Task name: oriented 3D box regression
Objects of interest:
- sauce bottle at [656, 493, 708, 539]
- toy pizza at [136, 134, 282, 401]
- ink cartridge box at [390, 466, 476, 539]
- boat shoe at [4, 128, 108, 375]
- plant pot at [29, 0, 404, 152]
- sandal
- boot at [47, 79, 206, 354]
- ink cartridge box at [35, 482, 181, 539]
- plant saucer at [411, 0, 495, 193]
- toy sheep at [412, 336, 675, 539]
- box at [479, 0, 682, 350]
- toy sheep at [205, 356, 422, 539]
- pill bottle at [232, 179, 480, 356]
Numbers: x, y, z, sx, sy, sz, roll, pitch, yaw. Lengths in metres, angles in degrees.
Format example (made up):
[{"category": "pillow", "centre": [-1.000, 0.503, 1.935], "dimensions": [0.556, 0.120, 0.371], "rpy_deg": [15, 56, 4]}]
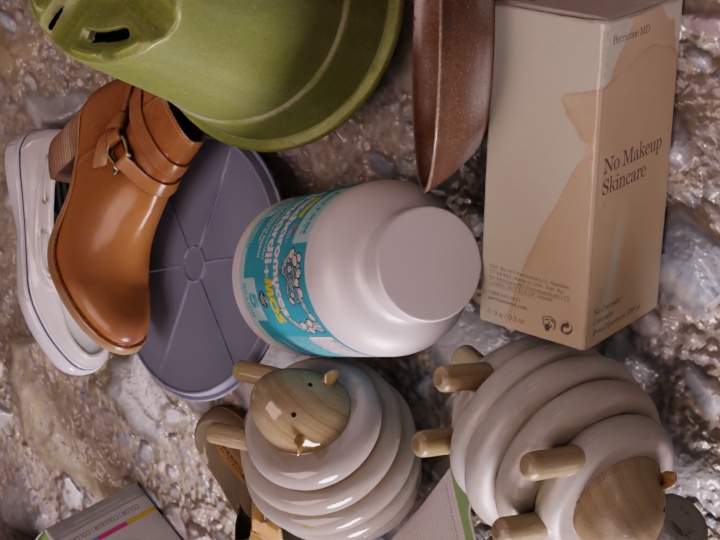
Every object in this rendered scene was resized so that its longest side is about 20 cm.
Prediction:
[{"category": "sauce bottle", "centre": [0.151, 0.214, 1.158], "dimensions": [0.066, 0.066, 0.200], "rpy_deg": [50, 134, 15]}, {"category": "toy pizza", "centre": [-0.111, -0.004, 1.303], "dimensions": [0.200, 0.032, 0.200], "rpy_deg": [-5, 83, 48]}, {"category": "ink cartridge box", "centre": [0.067, 0.221, 1.198], "dimensions": [0.200, 0.048, 0.146], "rpy_deg": [-54, 35, 39]}, {"category": "boat shoe", "centre": [-0.231, -0.014, 1.396], "dimensions": [0.067, 0.074, 0.200], "rpy_deg": [-7, 101, 44]}, {"category": "plant pot", "centre": [-0.105, -0.178, 1.103], "dimensions": [0.200, 0.190, 0.200], "rpy_deg": [0, 91, 29]}, {"category": "sandal", "centre": [-0.073, 0.181, 1.334], "dimensions": [0.200, 0.054, 0.080], "rpy_deg": [45, 129, 30]}, {"category": "boot", "centre": [-0.156, -0.054, 1.289], "dimensions": [0.155, 0.077, 0.200], "rpy_deg": [-32, 56, 39]}, {"category": "ink cartridge box", "centre": [-0.171, 0.280, 1.439], "dimensions": [0.200, 0.104, 0.059], "rpy_deg": [50, 133, 14]}, {"category": "plant saucer", "centre": [0.054, -0.146, 1.054], "dimensions": [0.037, 0.200, 0.200], "rpy_deg": [-1, 111, -3]}, {"category": "toy sheep", "centre": [0.113, 0.103, 1.081], "dimensions": [0.200, 0.138, 0.138], "rpy_deg": [49, 135, 41]}, {"category": "box", "centre": [0.129, -0.066, 1.050], "dimensions": [0.078, 0.095, 0.200], "rpy_deg": [17, 118, 34]}, {"category": "toy sheep", "centre": [-0.022, 0.127, 1.229], "dimensions": [0.138, 0.138, 0.200], "rpy_deg": [23, 163, 33]}, {"category": "pill bottle", "centre": [0.000, 0.000, 1.134], "dimensions": [0.200, 0.111, 0.111], "rpy_deg": [-7, 103, 65]}]
